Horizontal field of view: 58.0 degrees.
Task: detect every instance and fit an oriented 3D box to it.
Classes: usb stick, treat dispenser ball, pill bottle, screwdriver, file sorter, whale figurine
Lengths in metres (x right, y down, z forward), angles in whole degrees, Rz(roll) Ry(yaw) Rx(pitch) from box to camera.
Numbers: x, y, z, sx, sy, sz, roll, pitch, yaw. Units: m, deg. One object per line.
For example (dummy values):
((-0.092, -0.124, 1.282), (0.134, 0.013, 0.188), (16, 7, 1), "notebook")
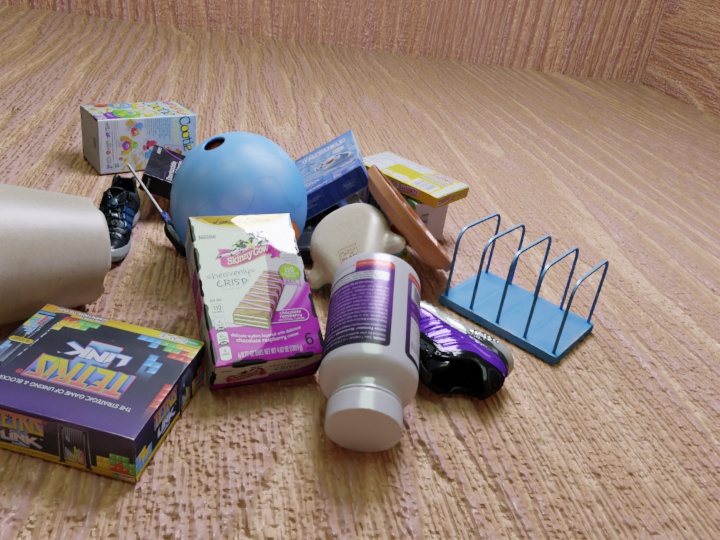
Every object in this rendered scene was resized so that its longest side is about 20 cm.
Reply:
((-0.093, -0.067, 1.098), (0.054, 0.033, 0.201), (-7, 29, 0), "usb stick")
((-0.175, -0.096, 0.942), (0.195, 0.206, 0.202), (7, 27, -4), "treat dispenser ball")
((0.011, 0.089, 0.721), (0.108, 0.113, 0.203), (8, 46, -1), "pill bottle")
((-0.316, -0.103, 1.016), (0.202, 0.029, 0.028), (56, 22, 17), "screwdriver")
((0.240, 0.015, 0.953), (0.197, 0.126, 0.137), (28, 32, 33), "file sorter")
((0.000, 0.000, 0.948), (0.156, 0.104, 0.203), (-24, 50, 8), "whale figurine")

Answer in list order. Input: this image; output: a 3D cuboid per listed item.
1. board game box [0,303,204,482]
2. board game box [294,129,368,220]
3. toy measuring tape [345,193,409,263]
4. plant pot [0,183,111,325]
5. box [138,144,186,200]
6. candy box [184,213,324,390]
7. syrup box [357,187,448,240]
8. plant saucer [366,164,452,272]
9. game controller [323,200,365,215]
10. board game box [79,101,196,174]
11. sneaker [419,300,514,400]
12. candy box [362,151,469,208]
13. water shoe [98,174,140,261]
((-0.283, 0.117, 0.670), (0.194, 0.058, 0.166), (12, 27, 5), "board game box")
((-0.085, -0.157, 1.145), (0.196, 0.044, 0.200), (-28, 27, 8), "board game box")
((0.029, -0.064, 1.075), (0.072, 0.075, 0.201), (-8, 43, -30), "toy measuring tape")
((-0.407, -0.021, 0.769), (0.199, 0.206, 0.181), (31, 24, 37), "plant pot")
((-0.278, -0.149, 1.135), (0.195, 0.037, 0.144), (18, 25, -19), "box")
((-0.131, 0.030, 0.784), (0.133, 0.061, 0.204), (-5, 58, -25), "candy box")
((0.074, -0.131, 1.219), (0.080, 0.081, 0.200), (-9, 33, -30), "syrup box")
((0.073, -0.076, 1.008), (0.201, 0.032, 0.201), (51, 8, -10), "plant saucer")
((-0.035, -0.124, 1.214), (0.102, 0.043, 0.200), (-9, 34, -31), "game controller")
((-0.436, -0.267, 1.285), (0.196, 0.108, 0.102), (-14, 34, -38), "board game box")
((0.086, 0.100, 0.802), (0.196, 0.071, 0.099), (20, 31, 20), "sneaker")
((0.089, -0.167, 1.175), (0.198, 0.027, 0.101), (30, 33, 34), "candy box")
((-0.381, -0.085, 0.989), (0.069, 0.081, 0.201), (2, 28, -11), "water shoe")
